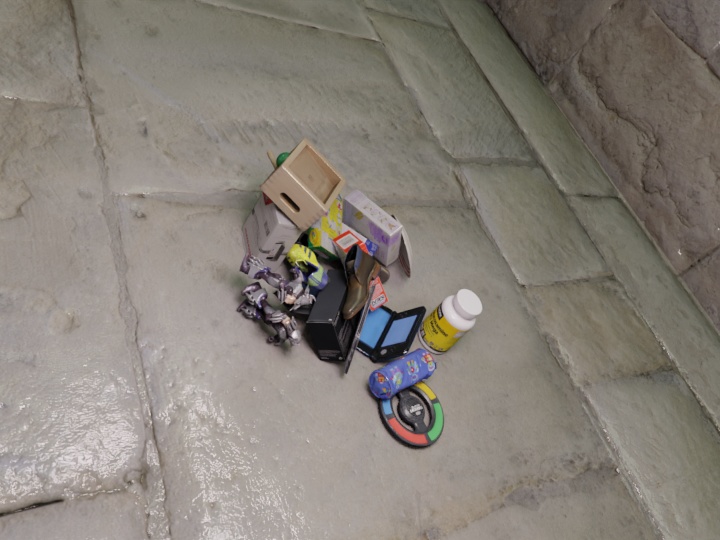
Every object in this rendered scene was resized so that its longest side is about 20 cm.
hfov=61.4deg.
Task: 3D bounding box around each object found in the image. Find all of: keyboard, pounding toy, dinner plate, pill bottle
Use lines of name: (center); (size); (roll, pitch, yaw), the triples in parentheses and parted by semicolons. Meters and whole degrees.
keyboard: (-0.162, 0.070, 1.591); (0.127, 0.021, 0.199); (44, 12, 23)
pounding toy: (-0.166, -0.231, 1.553); (0.200, 0.142, 0.185); (44, 39, -14)
dinner plate: (0.131, -0.076, 1.864); (0.024, 0.201, 0.202); (-17, 60, -6)
pill bottle: (0.260, 0.145, 1.749); (0.111, 0.201, 0.114); (18, 45, -20)

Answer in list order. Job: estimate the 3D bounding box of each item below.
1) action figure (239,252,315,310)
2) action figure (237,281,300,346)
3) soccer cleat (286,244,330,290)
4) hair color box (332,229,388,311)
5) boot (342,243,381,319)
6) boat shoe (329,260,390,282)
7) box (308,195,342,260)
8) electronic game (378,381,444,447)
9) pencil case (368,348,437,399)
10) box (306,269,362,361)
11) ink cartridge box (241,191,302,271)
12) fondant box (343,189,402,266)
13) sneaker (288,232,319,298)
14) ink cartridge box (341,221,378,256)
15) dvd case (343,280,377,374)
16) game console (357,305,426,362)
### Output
action figure: (-0.196, 0.028, 1.475); (0.198, 0.070, 0.130); (29, 15, 3)
action figure: (-0.215, 0.123, 1.492); (0.199, 0.131, 0.069); (39, 53, 24)
soccer cleat: (-0.150, -0.022, 1.593); (0.083, 0.065, 0.200); (37, 6, -46)
hair color box: (0.000, 0.000, 1.683); (0.063, 0.202, 0.111); (-29, 31, -12)
boot: (-0.021, 0.026, 1.541); (0.097, 0.074, 0.201); (49, 45, -24)
boat shoe: (0.001, -0.026, 1.812); (0.198, 0.076, 0.073); (24, 42, -17)
box: (-0.097, -0.142, 1.704); (0.117, 0.048, 0.204); (34, 54, -57)
electronic game: (0.135, 0.366, 1.594); (0.197, 0.042, 0.202); (19, 46, -21)
pencil case: (0.113, 0.271, 1.587); (0.198, 0.078, 0.088); (-17, 85, -42)
box: (-0.063, 0.114, 1.591); (0.077, 0.143, 0.201); (1, 41, 17)
ink cartridge box: (-0.237, -0.114, 1.630); (0.082, 0.200, 0.149); (6, 51, -34)
fondant box: (0.033, -0.128, 1.829); (0.058, 0.145, 0.199); (-37, 63, -27)
sneaker: (-0.142, -0.016, 1.679); (0.070, 0.078, 0.201); (20, 33, -58)
ink cartridge box: (-0.047, -0.114, 1.798); (0.199, 0.045, 0.094); (34, 4, 26)
dvd case: (-0.001, 0.144, 1.559); (0.016, 0.150, 0.201); (19, 43, 2)
game console: (0.066, 0.144, 1.686); (0.119, 0.169, 0.201); (55, 39, -20)
